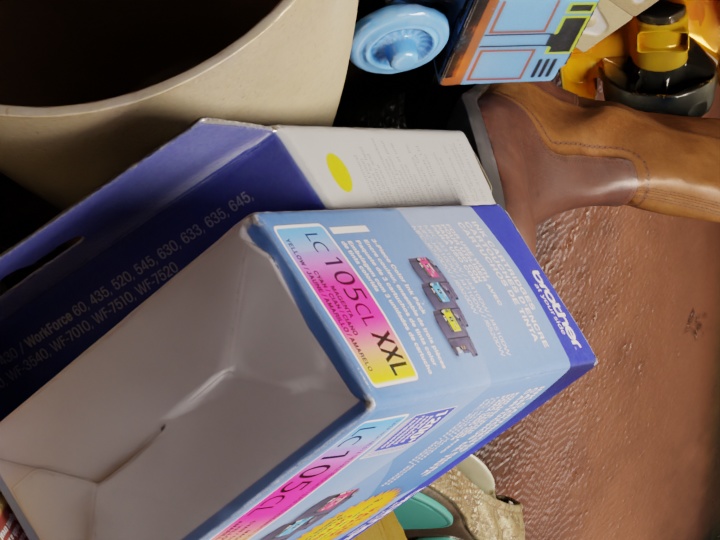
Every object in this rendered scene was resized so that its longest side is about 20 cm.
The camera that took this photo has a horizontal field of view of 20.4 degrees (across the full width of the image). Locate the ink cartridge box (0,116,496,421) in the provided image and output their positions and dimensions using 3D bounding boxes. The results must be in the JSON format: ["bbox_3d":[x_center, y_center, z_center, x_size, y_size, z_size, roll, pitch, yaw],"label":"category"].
[{"bbox_3d":[-0.070,0.013,0.724,0.197,0.047,0.200,-32,170,24],"label":"ink cartridge box"}]

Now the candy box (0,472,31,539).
[{"bbox_3d":[-0.184,0.069,0.648,0.200,0.116,0.056,57,19,-16],"label":"candy box"}]

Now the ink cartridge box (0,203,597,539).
[{"bbox_3d":[-0.010,0.043,0.692,0.136,0.076,0.200,-38,165,26],"label":"ink cartridge box"}]

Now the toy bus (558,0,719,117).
[{"bbox_3d":[0.196,-0.181,1.060,0.192,0.199,0.136,-91,176,-53],"label":"toy bus"}]

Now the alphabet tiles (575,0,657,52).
[{"bbox_3d":[0.080,-0.166,0.910,0.166,0.006,0.200,-34,140,29],"label":"alphabet tiles"}]

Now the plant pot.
[{"bbox_3d":[-0.079,-0.090,0.742,0.188,0.187,0.200,-54,159,-17],"label":"plant pot"}]

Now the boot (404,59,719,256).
[{"bbox_3d":[0.126,-0.032,0.932,0.199,0.188,0.069,13,113,-12],"label":"boot"}]

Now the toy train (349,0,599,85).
[{"bbox_3d":[0.053,-0.153,0.833,0.114,0.087,0.200,-5,153,-15],"label":"toy train"}]

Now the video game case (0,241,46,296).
[{"bbox_3d":[-0.197,0.061,0.772,0.200,0.036,0.182,31,84,-55],"label":"video game case"}]

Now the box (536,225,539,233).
[{"bbox_3d":[0.000,0.000,0.964,0.200,0.075,0.101,-11,118,-48],"label":"box"}]

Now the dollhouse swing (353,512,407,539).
[{"bbox_3d":[-0.092,0.189,0.907,0.175,0.182,0.200,18,113,-28],"label":"dollhouse swing"}]

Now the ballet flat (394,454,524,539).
[{"bbox_3d":[0.037,0.121,1.103,0.200,0.070,0.066,46,45,-56],"label":"ballet flat"}]
